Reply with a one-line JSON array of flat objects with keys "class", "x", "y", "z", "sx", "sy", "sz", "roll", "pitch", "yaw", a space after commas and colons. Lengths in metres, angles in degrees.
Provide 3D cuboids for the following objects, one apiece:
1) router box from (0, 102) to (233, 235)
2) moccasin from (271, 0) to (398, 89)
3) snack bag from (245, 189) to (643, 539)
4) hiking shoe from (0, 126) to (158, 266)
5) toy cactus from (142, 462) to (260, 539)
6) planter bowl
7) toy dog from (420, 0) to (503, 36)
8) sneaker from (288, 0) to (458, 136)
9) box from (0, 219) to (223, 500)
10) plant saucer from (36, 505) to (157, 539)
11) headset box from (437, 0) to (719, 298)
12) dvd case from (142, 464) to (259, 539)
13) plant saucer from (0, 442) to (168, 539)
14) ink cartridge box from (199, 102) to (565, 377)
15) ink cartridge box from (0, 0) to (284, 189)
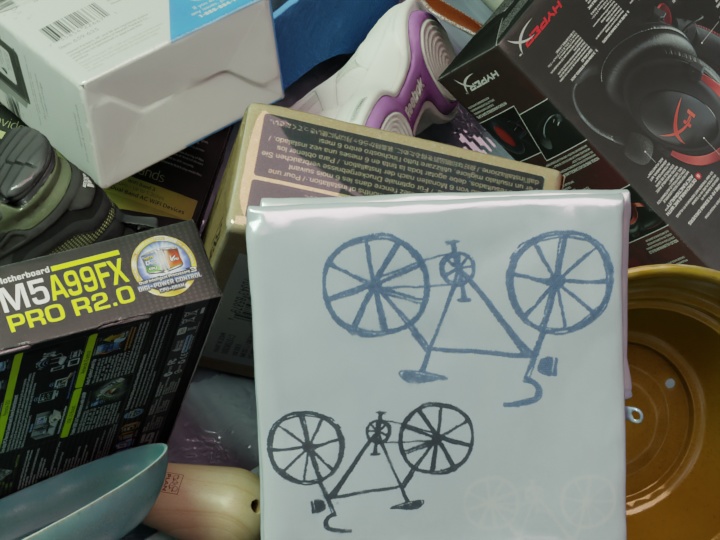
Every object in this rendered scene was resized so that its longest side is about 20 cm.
[{"class": "router box", "x": -0.183, "y": -0.048, "z": 1.530, "sx": 0.199, "sy": 0.052, "sz": 0.158, "roll": 20, "pitch": 60, "yaw": -3}, {"class": "moccasin", "x": -0.043, "y": -0.154, "z": 1.589, "sx": 0.068, "sy": 0.081, "sz": 0.200, "roll": 17, "pitch": 28, "yaw": 27}, {"class": "snack bag", "x": 0.041, "y": 0.062, "z": 1.359, "sx": 0.187, "sy": 0.021, "sz": 0.202, "roll": -3, "pitch": 94, "yaw": -7}, {"class": "hiking shoe", "x": -0.192, "y": 0.021, "z": 1.432, "sx": 0.100, "sy": 0.200, "sz": 0.076, "roll": 34, "pitch": 33, "yaw": -25}, {"class": "toy cactus", "x": -0.031, "y": 0.130, "z": 1.415, "sx": 0.164, "sy": 0.102, "sz": 0.201, "roll": 12, "pitch": 73, "yaw": 7}, {"class": "planter bowl", "x": 0.144, "y": 0.088, "z": 1.500, "sx": 0.199, "sy": 0.083, "sz": 0.202, "roll": -3, "pitch": 101, "yaw": -13}, {"class": "toy dog", "x": 0.088, "y": -0.177, "z": 1.602, "sx": 0.132, "sy": 0.097, "sz": 0.200, "roll": -36, "pitch": 51, "yaw": -10}, {"class": "sneaker", "x": -0.006, "y": -0.091, "z": 1.571, "sx": 0.075, "sy": 0.099, "sz": 0.200, "roll": 68, "pitch": 27, "yaw": -21}, {"class": "box", "x": -0.162, "y": 0.055, "z": 1.397, "sx": 0.159, "sy": 0.200, "sz": 0.045, "roll": -14, "pitch": 68, "yaw": -19}, {"class": "plant saucer", "x": -0.071, "y": 0.166, "z": 1.466, "sx": 0.198, "sy": 0.019, "sz": 0.070, "roll": 7, "pitch": 62, "yaw": -11}, {"class": "headset box", "x": 0.164, "y": -0.089, "z": 1.518, "sx": 0.200, "sy": 0.075, "sz": 0.149, "roll": 44, "pitch": 65, "yaw": -10}, {"class": "dvd case", "x": -0.032, "y": 0.170, "z": 1.451, "sx": 0.199, "sy": 0.022, "sz": 0.146, "roll": -31, "pitch": 74, "yaw": -26}, {"class": "plant saucer", "x": -0.178, "y": 0.137, "z": 1.364, "sx": 0.199, "sy": 0.200, "sz": 0.028, "roll": -26, "pitch": 96, "yaw": -24}, {"class": "ink cartridge box", "x": 0.000, "y": 0.000, "z": 1.463, "sx": 0.164, "sy": 0.200, "sz": 0.076, "roll": 13, "pitch": 67, "yaw": -6}, {"class": "ink cartridge box", "x": -0.142, "y": -0.133, "z": 1.486, "sx": 0.115, "sy": 0.067, "sz": 0.200, "roll": -28, "pitch": 41, "yaw": -22}]
